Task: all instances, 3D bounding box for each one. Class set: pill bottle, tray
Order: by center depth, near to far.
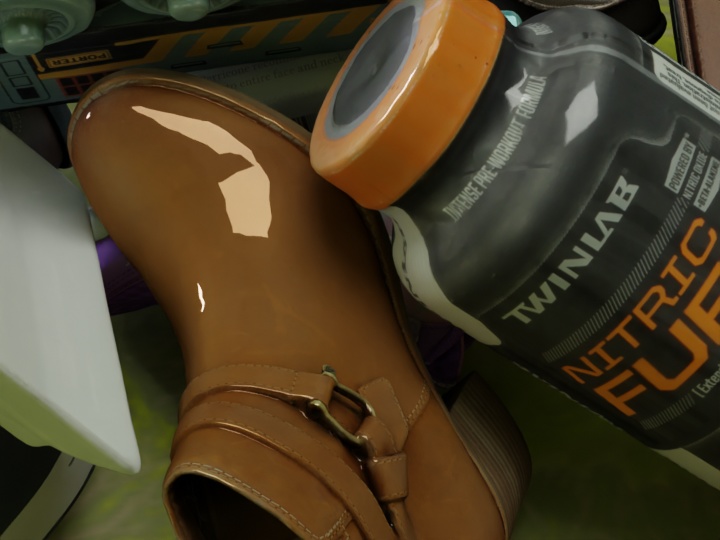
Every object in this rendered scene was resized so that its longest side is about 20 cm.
[{"bbox_3d":[-0.118,-0.010,0.771,0.107,0.022,0.200,39,12,-24],"label":"tray"},{"bbox_3d":[0.083,-0.010,0.814,0.200,0.106,0.106,31,38,-18],"label":"pill bottle"}]

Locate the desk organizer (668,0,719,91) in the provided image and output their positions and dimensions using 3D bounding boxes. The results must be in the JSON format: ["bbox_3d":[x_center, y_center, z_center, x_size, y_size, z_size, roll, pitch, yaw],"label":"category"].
[{"bbox_3d":[0.149,-0.096,0.934,0.077,0.072,0.200,-8,2,7],"label":"desk organizer"}]

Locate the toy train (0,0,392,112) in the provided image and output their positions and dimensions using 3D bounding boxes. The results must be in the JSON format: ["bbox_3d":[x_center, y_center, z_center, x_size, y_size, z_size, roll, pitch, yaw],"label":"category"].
[{"bbox_3d":[-0.053,-0.105,0.844,0.199,0.114,0.085,-9,72,4],"label":"toy train"}]

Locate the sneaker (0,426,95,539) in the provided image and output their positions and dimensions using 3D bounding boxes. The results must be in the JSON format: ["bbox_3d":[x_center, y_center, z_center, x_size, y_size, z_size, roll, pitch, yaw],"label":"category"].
[{"bbox_3d":[-0.144,0.029,0.769,0.077,0.146,0.203,-8,36,21],"label":"sneaker"}]

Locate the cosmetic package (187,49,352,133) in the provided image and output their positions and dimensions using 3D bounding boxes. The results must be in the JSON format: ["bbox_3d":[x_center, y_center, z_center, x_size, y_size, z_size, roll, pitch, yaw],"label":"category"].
[{"bbox_3d":[-0.036,-0.131,0.955,0.101,0.074,0.200,-13,64,2],"label":"cosmetic package"}]

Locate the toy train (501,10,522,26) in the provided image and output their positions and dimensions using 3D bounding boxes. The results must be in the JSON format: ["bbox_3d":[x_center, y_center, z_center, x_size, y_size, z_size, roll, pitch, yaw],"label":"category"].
[{"bbox_3d":[-0.012,-0.081,0.999,0.150,0.056,0.200,-39,68,-10],"label":"toy train"}]

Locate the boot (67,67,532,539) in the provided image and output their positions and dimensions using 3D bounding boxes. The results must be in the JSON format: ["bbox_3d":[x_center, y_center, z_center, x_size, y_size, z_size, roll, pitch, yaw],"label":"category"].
[{"bbox_3d":[-0.033,0.032,0.782,0.200,0.074,0.155,44,27,-1],"label":"boot"}]

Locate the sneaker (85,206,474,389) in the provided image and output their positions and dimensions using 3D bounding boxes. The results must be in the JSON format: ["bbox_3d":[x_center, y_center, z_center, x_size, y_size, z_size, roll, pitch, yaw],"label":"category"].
[{"bbox_3d":[0.000,0.000,0.893,0.200,0.080,0.089,-9,81,-3],"label":"sneaker"}]

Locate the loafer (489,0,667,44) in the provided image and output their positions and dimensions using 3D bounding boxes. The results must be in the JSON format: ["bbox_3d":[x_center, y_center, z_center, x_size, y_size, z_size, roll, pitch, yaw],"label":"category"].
[{"bbox_3d":[0.041,-0.150,1.066,0.200,0.071,0.073,35,47,26],"label":"loafer"}]

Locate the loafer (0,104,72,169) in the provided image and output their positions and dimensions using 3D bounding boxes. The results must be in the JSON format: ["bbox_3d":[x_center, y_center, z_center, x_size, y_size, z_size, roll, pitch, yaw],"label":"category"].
[{"bbox_3d":[-0.179,-0.080,0.960,0.063,0.072,0.200,-36,51,-20],"label":"loafer"}]
